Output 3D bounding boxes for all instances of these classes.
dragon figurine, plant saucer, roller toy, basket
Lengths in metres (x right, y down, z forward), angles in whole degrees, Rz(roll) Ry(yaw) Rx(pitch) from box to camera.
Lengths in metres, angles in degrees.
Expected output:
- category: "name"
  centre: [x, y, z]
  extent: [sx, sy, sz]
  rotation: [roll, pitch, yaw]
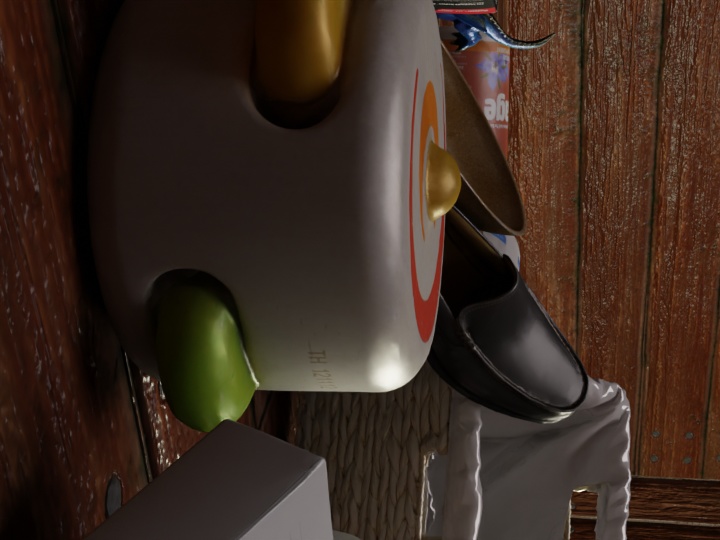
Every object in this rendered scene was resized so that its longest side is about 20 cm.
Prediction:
- category: "dragon figurine"
  centre: [0.094, -0.247, 1.294]
  extent: [0.059, 0.199, 0.099]
  rotation: [-66, -171, -12]
- category: "plant saucer"
  centre: [0.038, -0.102, 0.876]
  extent: [0.200, 0.035, 0.200]
  rotation: [53, 18, -26]
- category: "roller toy"
  centre: [-0.026, -0.042, 0.614]
  extent: [0.182, 0.139, 0.201]
  rotation: [-46, 137, -77]
- category: "basket"
  centre: [0.070, 0.165, 0.962]
  extent: [0.200, 0.160, 0.199]
  rotation: [21, 68, -46]

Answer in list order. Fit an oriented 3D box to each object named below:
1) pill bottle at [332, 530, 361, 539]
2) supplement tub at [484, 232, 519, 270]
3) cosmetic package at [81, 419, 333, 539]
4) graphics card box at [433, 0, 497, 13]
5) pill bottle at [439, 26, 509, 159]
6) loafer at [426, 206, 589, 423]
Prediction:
- category: "pill bottle"
  centre: [-0.039, 0.229, 0.673]
  extent: [0.112, 0.112, 0.201]
  rotation: [-16, 107, -80]
- category: "supplement tub"
  centre: [0.077, 0.049, 1.297]
  extent: [0.132, 0.131, 0.201]
  rotation: [82, 14, -46]
- category: "cosmetic package"
  centre: [-0.067, 0.177, 0.503]
  extent: [0.151, 0.052, 0.201]
  rotation: [-40, 137, -44]
- category: "graphics card box"
  centre: [0.027, -0.221, 0.952]
  extent: [0.200, 0.125, 0.051]
  rotation: [17, 77, -80]
- category: "pill bottle"
  centre: [0.091, -0.137, 1.405]
  extent: [0.112, 0.112, 0.201]
  rotation: [-22, 114, -80]
- category: "loafer"
  centre: [0.067, 0.020, 0.827]
  extent: [0.072, 0.200, 0.073]
  rotation: [-21, -145, 56]
